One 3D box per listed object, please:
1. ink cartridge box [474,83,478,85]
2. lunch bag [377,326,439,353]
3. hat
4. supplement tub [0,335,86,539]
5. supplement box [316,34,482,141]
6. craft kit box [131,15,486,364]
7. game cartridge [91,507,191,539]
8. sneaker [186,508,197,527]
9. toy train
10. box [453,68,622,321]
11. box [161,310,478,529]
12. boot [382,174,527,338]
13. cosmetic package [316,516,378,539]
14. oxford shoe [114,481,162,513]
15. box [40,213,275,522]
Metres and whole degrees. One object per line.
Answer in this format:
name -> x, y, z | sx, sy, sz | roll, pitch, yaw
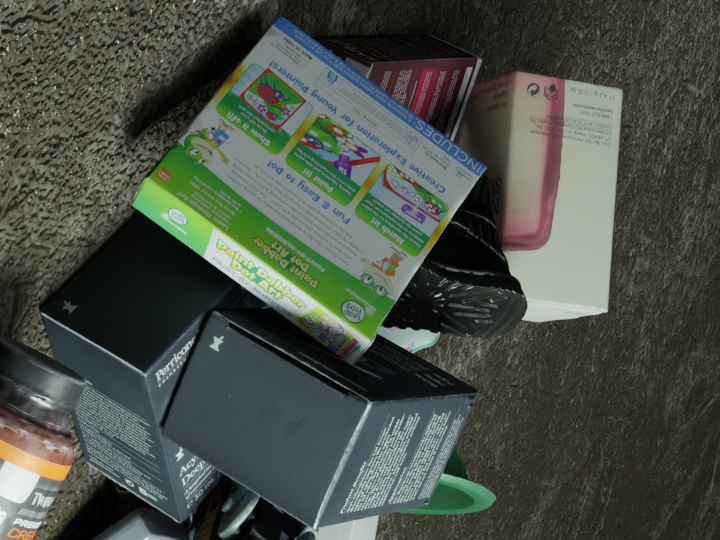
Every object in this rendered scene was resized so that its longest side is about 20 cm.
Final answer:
ink cartridge box -> 0.099, -0.061, 1.882 | 0.200, 0.084, 0.146 | -61, 156, -4
lunch bag -> 0.000, 0.000, 1.711 | 0.200, 0.077, 0.161 | -15, 97, -62
hat -> 0.037, 0.120, 1.806 | 0.166, 0.200, 0.177 | 31, 61, -48
supplement tub -> -0.265, 0.148, 1.360 | 0.200, 0.107, 0.107 | -62, 156, 0
supplement box -> 0.019, -0.139, 1.675 | 0.200, 0.061, 0.109 | -13, 126, -60
craft kit box -> -0.033, -0.063, 1.458 | 0.198, 0.200, 0.049 | -54, -179, -39
game cartridge -> -0.189, 0.265, 1.656 | 0.133, 0.041, 0.200 | -31, 152, -2
sneaker -> -0.114, 0.175, 1.721 | 0.084, 0.075, 0.200 | -33, 141, -49
toy train -> -0.090, 0.210, 1.578 | 0.114, 0.085, 0.200 | -49, -169, 17
box -> 0.148, -0.062, 1.731 | 0.128, 0.109, 0.201 | 167, -70, -67
box -> -0.027, 0.105, 1.476 | 0.200, 0.148, 0.105 | 2, 114, -62
boot -> 0.030, -0.032, 1.594 | 0.211, 0.158, 0.079 | 16, 131, -34
cosmetic package -> -0.028, 0.197, 1.678 | 0.051, 0.082, 0.201 | 34, 64, -60
oxford shoe -> -0.130, 0.119, 1.640 | 0.200, 0.071, 0.073 | -57, 151, -11
box -> -0.142, 0.066, 1.516 | 0.148, 0.107, 0.200 | -47, 151, -28
